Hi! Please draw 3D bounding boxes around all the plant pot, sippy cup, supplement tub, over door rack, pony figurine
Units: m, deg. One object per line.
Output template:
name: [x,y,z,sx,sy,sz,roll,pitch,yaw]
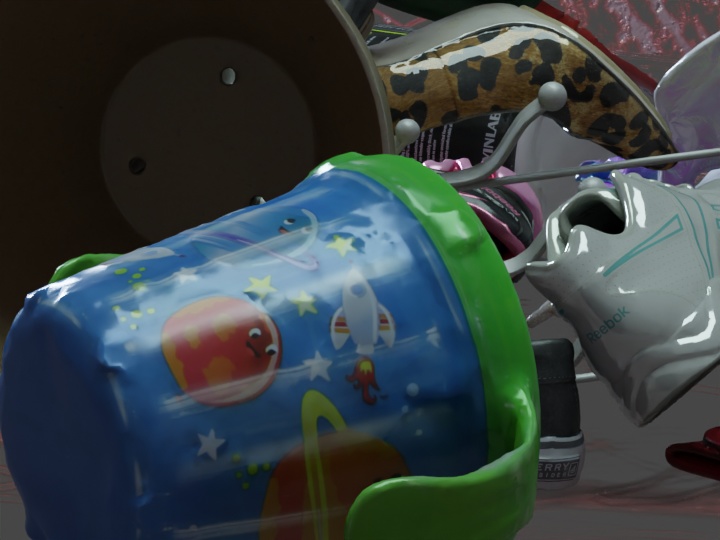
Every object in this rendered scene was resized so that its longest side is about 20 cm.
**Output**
plant pot: [-0.075,-0.044,1.191,0.199,0.201,0.134,6,6,10]
sippy cup: [-0.035,0.041,0.908,0.130,0.140,0.178,-12,-10,-30]
supplement tub: [0.037,-0.077,1.716,0.199,0.123,0.122,12,11,34]
over door rack: [0.121,-0.014,1.317,0.199,0.067,0.148,1,42,-17]
pony figurine: [0.184,-0.030,1.492,0.193,0.167,0.200,-26,2,20]

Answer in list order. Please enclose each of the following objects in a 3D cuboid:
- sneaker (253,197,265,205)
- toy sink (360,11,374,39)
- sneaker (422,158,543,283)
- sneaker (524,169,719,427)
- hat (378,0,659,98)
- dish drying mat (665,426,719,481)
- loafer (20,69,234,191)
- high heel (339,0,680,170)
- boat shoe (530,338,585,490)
sneaker: [0.000,0.000,1.339,0.090,0.079,0.200,8,9,10]
toy sink: [-0.080,-0.077,1.486,0.200,0.131,0.112,21,-25,38]
sneaker: [-0.001,-0.023,1.541,0.199,0.079,0.095,3,20,-4]
sneaker: [0.119,-0.010,1.171,0.080,0.070,0.200,46,22,-1]
hat: [0.058,-0.121,1.437,0.199,0.177,0.166,-23,4,-11]
dish drying mat: [0.214,0.069,1.191,0.199,0.018,0.077,-3,13,-44]
loafer: [-0.102,-0.074,1.320,0.073,0.071,0.200,37,44,6]
high heel: [0.043,-0.062,1.381,0.200,0.143,0.071,34,1,-20]
boat shoe: [0.023,0.032,1.165,0.070,0.067,0.200,0,10,-26]
